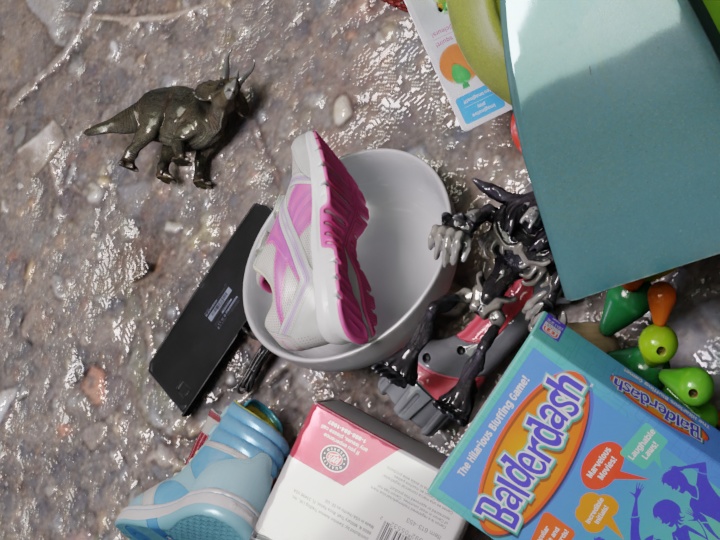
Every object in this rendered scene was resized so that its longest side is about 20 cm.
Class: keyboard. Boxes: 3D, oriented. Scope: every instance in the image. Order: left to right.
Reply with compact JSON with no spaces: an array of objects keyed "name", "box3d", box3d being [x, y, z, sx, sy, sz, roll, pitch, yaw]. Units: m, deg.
[{"name":"keyboard","box3d":[-0.110,0.047,1.137,0.127,0.020,0.201,42,102,38]}]

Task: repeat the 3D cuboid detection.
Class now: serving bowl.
[{"name":"serving bowl","box3d":[0.000,0.000,1.038,0.197,0.066,0.203,-18,52,24]}]

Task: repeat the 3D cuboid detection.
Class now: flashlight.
[{"name":"flashlight","box3d":[0.099,0.037,0.980,0.201,0.067,0.068,-50,50,12]}]

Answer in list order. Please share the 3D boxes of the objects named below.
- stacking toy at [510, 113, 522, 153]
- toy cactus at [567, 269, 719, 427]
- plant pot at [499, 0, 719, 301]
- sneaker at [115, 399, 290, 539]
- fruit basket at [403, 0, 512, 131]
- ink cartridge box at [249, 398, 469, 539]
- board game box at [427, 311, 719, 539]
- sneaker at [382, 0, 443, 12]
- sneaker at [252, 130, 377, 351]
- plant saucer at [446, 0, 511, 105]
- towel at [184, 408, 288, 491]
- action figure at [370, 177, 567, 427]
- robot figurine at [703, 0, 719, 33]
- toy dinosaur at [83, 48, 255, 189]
[{"name":"stacking toy","box3d":[0.163,-0.174,0.897,0.085,0.085,0.203,26,102,33]},{"name":"toy cactus","box3d":[0.197,0.061,0.904,0.164,0.101,0.204,13,111,56]},{"name":"plant pot","box3d":[0.170,-0.114,0.796,0.139,0.141,0.203,-18,100,21]},{"name":"sneaker","box3d":[-0.127,0.178,1.069,0.199,0.079,0.132,-19,37,49]},{"name":"fruit basket","box3d":[0.120,-0.239,0.978,0.183,0.094,0.203,-24,83,-2]},{"name":"ink cartridge box","box3d":[-0.008,0.223,0.966,0.143,0.084,0.202,26,92,12]},{"name":"board game box","box3d":[0.165,0.147,0.848,0.199,0.045,0.153,34,120,8]},{"name":"sneaker","box3d":[0.052,-0.269,1.086,0.198,0.078,0.083,30,90,24]},{"name":"sneaker","box3d":[-0.046,-0.024,0.984,0.087,0.081,0.202,-20,50,20]},{"name":"plant saucer","box3d":[0.162,-0.216,0.941,0.203,0.198,0.031,-65,14,1]},{"name":"towel","box3d":[-0.122,0.242,1.096,0.143,0.023,0.203,24,90,36]},{"name":"action figure","box3d":[0.098,0.011,0.899,0.118,0.102,0.202,32,95,6]},{"name":"robot figurine","box3d":[0.287,-0.188,0.878,0.172,0.116,0.204,3,92,10]},{"name":"toy dinosaur","box3d":[-0.177,-0.140,1.203,0.197,0.077,0.104,0,66,37]}]
